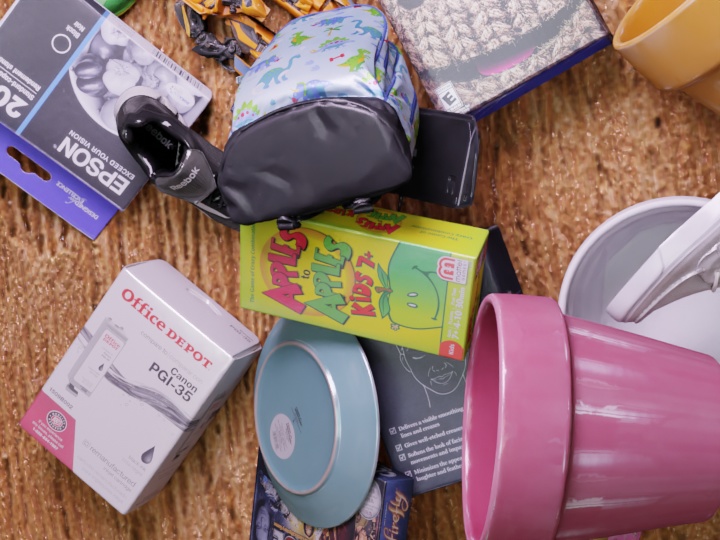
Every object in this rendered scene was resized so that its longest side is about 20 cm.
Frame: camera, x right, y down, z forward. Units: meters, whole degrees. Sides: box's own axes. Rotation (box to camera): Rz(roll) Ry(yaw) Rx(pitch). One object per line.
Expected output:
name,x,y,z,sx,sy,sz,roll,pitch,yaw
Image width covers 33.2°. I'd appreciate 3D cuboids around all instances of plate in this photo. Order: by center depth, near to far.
plate,-0.051,0.131,1.083,0.200,0.025,0.202,4,95,53

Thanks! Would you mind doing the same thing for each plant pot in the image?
plant pot,0.177,0.122,0.926,0.178,0.200,0.202,3,97,-2
plant pot,0.336,-0.188,0.962,0.183,0.200,0.200,43,105,-8

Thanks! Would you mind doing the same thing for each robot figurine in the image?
robot figurine,-0.083,-0.238,1.126,0.200,0.058,0.145,37,102,8

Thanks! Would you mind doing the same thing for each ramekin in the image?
ramekin,0.272,0.035,1.035,0.199,0.105,0.202,1,96,14

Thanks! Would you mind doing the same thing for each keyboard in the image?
keyboard,0.043,-0.079,1.059,0.020,0.200,0.128,8,97,-28

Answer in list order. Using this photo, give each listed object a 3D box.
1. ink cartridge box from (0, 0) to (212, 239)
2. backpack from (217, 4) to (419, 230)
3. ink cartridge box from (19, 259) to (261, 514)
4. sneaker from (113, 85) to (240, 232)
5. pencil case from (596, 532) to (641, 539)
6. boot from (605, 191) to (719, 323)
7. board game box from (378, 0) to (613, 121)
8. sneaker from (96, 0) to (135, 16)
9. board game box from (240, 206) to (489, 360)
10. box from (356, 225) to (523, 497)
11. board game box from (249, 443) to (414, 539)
ink cartridge box,-0.280,-0.153,1.161,0.198,0.043,0.200,37,105,-16
backpack,-0.024,-0.134,0.996,0.162,0.200,0.155,-12,104,21
ink cartridge box,-0.215,0.110,1.183,0.146,0.083,0.200,38,104,9
sneaker,-0.150,-0.087,1.120,0.200,0.091,0.066,40,105,-15
pencil case,0.212,0.228,1.083,0.082,0.087,0.201,14,101,-19
boot,0.290,-0.006,0.932,0.200,0.074,0.096,-45,78,14
board game box,0.103,-0.250,1.056,0.159,0.097,0.201,-29,88,16
sneaker,-0.218,-0.308,1.143,0.199,0.084,0.074,-35,86,17
board game box,0.000,0.000,1.004,0.199,0.048,0.102,13,124,13
box,0.082,0.079,1.089,0.148,0.107,0.201,-19,91,16
board game box,-0.032,0.227,1.111,0.199,0.034,0.137,15,102,52
